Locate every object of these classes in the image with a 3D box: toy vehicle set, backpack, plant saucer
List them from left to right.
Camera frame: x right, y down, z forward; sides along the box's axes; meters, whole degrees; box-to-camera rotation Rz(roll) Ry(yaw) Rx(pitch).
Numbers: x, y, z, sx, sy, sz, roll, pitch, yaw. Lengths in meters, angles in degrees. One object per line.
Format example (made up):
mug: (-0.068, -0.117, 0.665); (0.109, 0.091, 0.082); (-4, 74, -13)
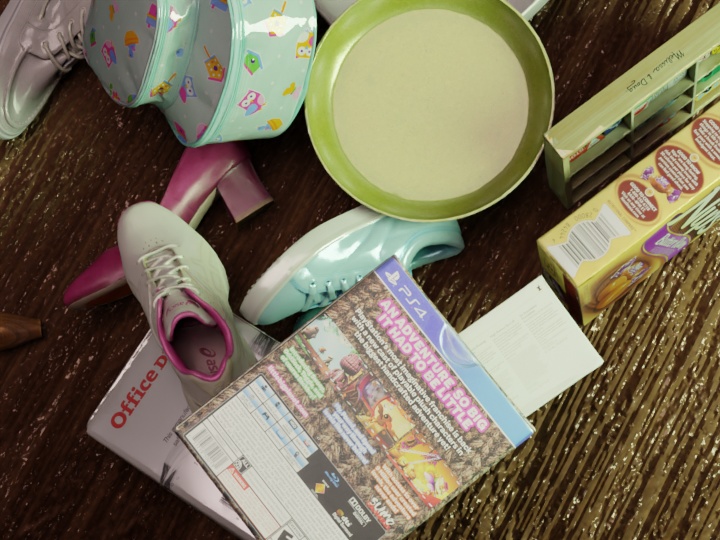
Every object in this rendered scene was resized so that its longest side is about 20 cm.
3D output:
backpack: (-0.128, -0.198, 1.454); (0.200, 0.153, 0.176); (46, 130, 34)
plant saucer: (0.055, -0.135, 1.447); (0.200, 0.031, 0.200); (-1, 83, 5)
toy vehicle set: (0.235, -0.137, 1.443); (0.200, 0.124, 0.027); (-37, 72, -2)

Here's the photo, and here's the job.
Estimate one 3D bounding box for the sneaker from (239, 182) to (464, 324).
sneaker: (0.000, 0.000, 1.448); (0.200, 0.074, 0.082); (-32, 73, -19)

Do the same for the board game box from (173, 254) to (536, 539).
board game box: (-0.002, 0.115, 1.285); (0.200, 0.097, 0.159); (-38, 83, -2)

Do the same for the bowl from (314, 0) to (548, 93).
bowl: (0.059, -0.256, 1.530); (0.200, 0.075, 0.200); (-41, 73, -3)

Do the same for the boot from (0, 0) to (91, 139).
boot: (-0.258, -0.204, 1.555); (0.096, 0.074, 0.200); (7, 73, 32)

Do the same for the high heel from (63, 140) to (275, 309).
high heel: (-0.177, -0.047, 1.511); (0.200, 0.067, 0.096); (-31, 82, -16)

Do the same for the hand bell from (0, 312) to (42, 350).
hand bell: (-0.369, 0.056, 1.516); (0.200, 0.104, 0.104); (-5, 73, -6)

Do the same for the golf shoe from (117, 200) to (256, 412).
golf shoe: (-0.135, 0.021, 1.387); (0.075, 0.092, 0.200); (-29, 68, -4)

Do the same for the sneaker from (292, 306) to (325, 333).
sneaker: (0.033, 0.079, 1.434); (0.200, 0.080, 0.071); (26, 82, 13)

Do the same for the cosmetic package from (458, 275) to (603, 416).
cosmetic package: (0.077, 0.095, 1.359); (0.200, 0.051, 0.083); (-35, 84, -2)

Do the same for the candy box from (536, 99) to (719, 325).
candy box: (0.235, -0.049, 1.422); (0.200, 0.117, 0.056); (-39, 72, -3)

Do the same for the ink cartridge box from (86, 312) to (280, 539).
ink cartridge box: (-0.094, 0.128, 1.440); (0.200, 0.084, 0.146); (32, 80, 16)
